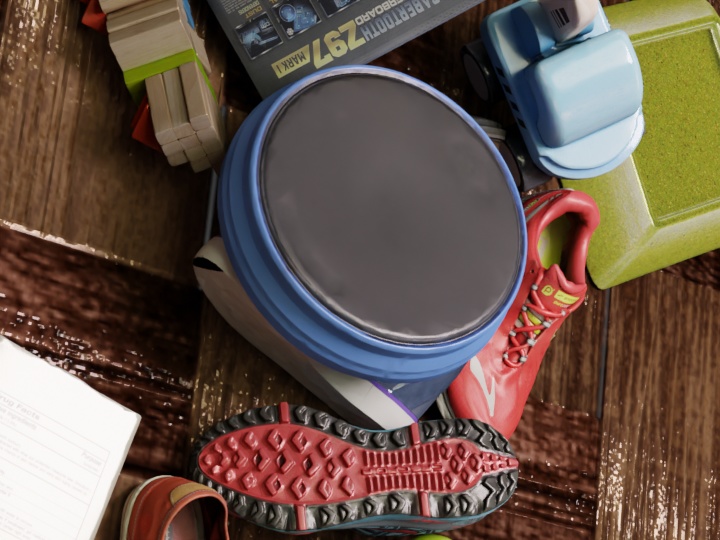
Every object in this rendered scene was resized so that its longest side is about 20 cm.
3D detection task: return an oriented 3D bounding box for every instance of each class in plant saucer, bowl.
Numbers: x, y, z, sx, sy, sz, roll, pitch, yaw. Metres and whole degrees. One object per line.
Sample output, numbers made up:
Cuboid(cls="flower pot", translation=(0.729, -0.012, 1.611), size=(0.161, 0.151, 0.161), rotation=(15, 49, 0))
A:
Cuboid(cls="plant saucer", translation=(0.226, -0.107, 1.478), size=(0.199, 0.048, 0.201), rotation=(-18, 90, -38))
Cuboid(cls="bowl", translation=(0.013, -0.032, 1.194), size=(0.200, 0.039, 0.201), rotation=(12, 62, -24))

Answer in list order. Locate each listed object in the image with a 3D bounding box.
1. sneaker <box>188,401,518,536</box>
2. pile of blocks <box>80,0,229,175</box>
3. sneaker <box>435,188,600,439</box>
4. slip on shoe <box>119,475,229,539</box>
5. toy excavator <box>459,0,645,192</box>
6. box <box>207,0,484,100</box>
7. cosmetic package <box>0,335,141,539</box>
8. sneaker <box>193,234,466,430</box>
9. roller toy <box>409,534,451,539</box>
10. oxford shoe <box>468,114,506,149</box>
Cuboid(cls="sneaker", translation=(-0.008, 0.138, 1.222), size=(0.199, 0.096, 0.080), rotation=(5, 63, -9))
Cuboid(cls="pile of blocks", translation=(-0.135, -0.148, 1.217), size=(0.062, 0.082, 0.201), rotation=(-18, 78, 4))
Cuboid(cls="sneaker", translation=(0.108, 0.026, 1.333), size=(0.077, 0.085, 0.201), rotation=(33, 61, -26))
Cuboid(cls="slip on shoe", translation=(-0.103, 0.217, 1.144), size=(0.074, 0.061, 0.201), rotation=(7, 76, -38))
Cuboid(cls="toy excavator", translation=(0.136, -0.156, 1.306), size=(0.100, 0.200, 0.195), rotation=(-24, 95, -11))
Cuboid(cls="box", translation=(-0.009, -0.210, 1.228), size=(0.158, 0.199, 0.051), rotation=(60, 28, -8))
Cuboid(cls="cosmetic package", translation=(-0.207, 0.148, 1.073), size=(0.105, 0.071, 0.201), rotation=(34, 61, -25))
Cuboid(cls="sneaker", translation=(0.000, 0.000, 1.243), size=(0.200, 0.080, 0.147), rotation=(44, 72, -31))
Cuboid(cls="roller toy", translation=(0.024, 0.259, 1.179), size=(0.182, 0.140, 0.201), rotation=(1, 80, -37))
Cuboid(cls="oxford shoe", translation=(0.016, -0.062, 1.305), size=(0.199, 0.073, 0.085), rotation=(-14, 105, -37))
